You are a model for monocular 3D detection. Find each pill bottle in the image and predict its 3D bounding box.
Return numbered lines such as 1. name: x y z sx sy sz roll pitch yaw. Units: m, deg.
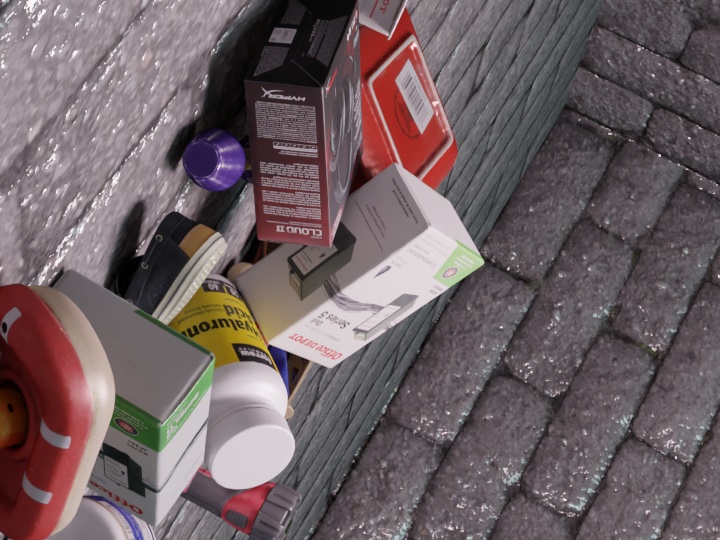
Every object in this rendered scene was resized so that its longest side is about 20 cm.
1. pill bottle: -0.263 0.280 1.690 0.120 0.119 0.200 -62 171 -4
2. pill bottle: -0.133 0.104 1.607 0.111 0.200 0.112 -16 137 -16

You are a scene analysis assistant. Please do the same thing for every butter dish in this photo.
1. butter dish: -0.007 -0.156 1.827 0.200 0.147 0.201 -50 123 -50

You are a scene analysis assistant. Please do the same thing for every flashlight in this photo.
1. flashlight: -0.162 0.220 1.821 0.068 0.199 0.068 -60 170 -11

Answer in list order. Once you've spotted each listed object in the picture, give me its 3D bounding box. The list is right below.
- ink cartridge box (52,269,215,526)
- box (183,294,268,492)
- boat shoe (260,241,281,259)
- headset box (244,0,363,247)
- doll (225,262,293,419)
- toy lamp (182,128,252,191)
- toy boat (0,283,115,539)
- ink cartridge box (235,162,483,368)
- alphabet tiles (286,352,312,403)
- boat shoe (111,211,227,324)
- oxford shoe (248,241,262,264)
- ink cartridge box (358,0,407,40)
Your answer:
1. ink cartridge box: -0.205 0.111 1.440 0.083 0.146 0.200 -55 168 -30
2. box: -0.176 0.113 1.752 0.201 0.099 0.096 -61 171 -11
3. boat shoe: -0.064 -0.087 1.917 0.068 0.072 0.201 44 67 -75
4. headset box: -0.049 -0.131 1.591 0.149 0.077 0.201 -71 163 -48
5. doll: -0.123 0.074 1.854 0.048 0.136 0.201 47 28 -49
6. toy lamp: -0.118 -0.101 1.591 0.058 0.058 0.200 -64 170 8
7. toy boat: -0.266 0.106 1.252 0.130 0.131 0.201 -8 131 -43
8. ink cartridge box: 0.000 0.000 1.699 0.200 0.084 0.145 -35 154 14
9. alphabet tiles: -0.085 0.061 2.013 0.201 0.006 0.167 -104 -147 -45
10. boat shoe: -0.189 0.019 1.541 0.200 0.062 0.075 -50 179 40
11. oxford shoe: -0.113 0.029 1.962 0.200 0.070 0.075 -57 175 -24
12. ink cartridge box: 0.024 -0.297 1.654 0.200 0.068 0.116 -80 -166 -74
